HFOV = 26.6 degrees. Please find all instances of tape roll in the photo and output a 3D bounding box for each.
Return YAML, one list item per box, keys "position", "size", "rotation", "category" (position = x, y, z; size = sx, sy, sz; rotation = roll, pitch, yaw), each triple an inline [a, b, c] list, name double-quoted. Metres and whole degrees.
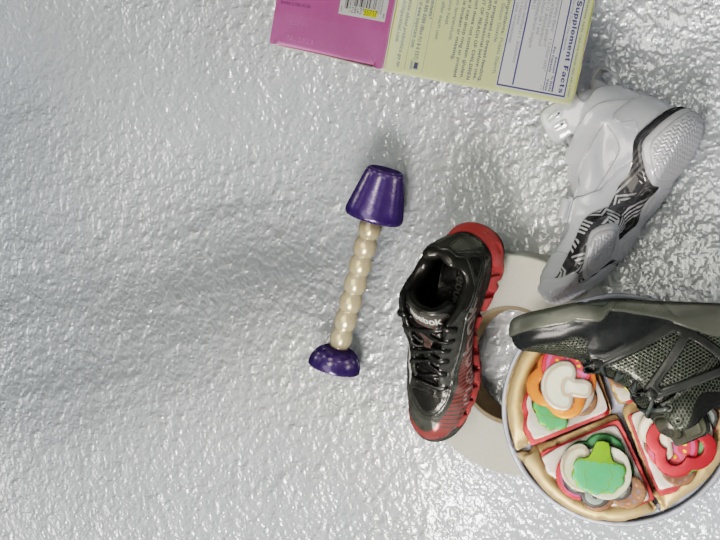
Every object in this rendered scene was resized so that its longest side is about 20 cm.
- position: [0.143, 0.084, 1.367]
  size: [0.203, 0.037, 0.203]
  rotation: [2, 94, 31]
  category: "tape roll"

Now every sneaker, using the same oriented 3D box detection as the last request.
- position: [0.192, -0.074, 1.297]
  size: [0.115, 0.075, 0.200]
  rotation: [39, 99, 26]
  category: "sneaker"
- position: [0.219, 0.081, 1.227]
  size: [0.199, 0.076, 0.114]
  rotation: [4, 80, -5]
  category: "sneaker"
- position: [0.068, 0.057, 1.333]
  size: [0.071, 0.098, 0.201]
  rotation: [17, 103, 28]
  category: "sneaker"

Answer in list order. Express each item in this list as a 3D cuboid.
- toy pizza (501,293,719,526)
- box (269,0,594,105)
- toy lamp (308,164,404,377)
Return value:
- position: [0.219, 0.119, 1.287]
  size: [0.200, 0.032, 0.200]
  rotation: [1, 94, 10]
  category: "toy pizza"
- position: [0.059, -0.210, 1.270]
  size: [0.176, 0.200, 0.097]
  rotation: [24, 105, 54]
  category: "box"
- position: [0.000, 0.000, 1.437]
  size: [0.058, 0.058, 0.200]
  rotation: [21, 106, 28]
  category: "toy lamp"
